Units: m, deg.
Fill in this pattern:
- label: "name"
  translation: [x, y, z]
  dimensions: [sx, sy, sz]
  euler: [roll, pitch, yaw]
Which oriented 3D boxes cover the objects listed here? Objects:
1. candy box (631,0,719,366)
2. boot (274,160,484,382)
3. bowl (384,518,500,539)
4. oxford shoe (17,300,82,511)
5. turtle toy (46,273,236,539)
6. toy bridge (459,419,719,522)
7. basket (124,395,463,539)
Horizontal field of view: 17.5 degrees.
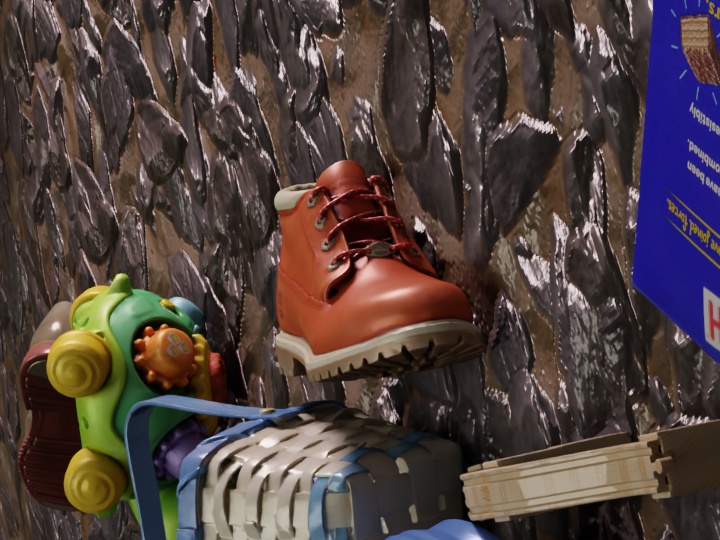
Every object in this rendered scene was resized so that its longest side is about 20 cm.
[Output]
- label: "candy box"
  translation: [0.155, -0.051, 0.692]
  dimensions: [0.169, 0.077, 0.200]
  euler: [-132, 38, -53]
- label: "boot"
  translation: [0.000, 0.000, 1.138]
  dimensions: [0.200, 0.075, 0.107]
  euler: [-175, 81, -70]
- label: "bowl"
  translation: [0.072, 0.195, 1.003]
  dimensions: [0.201, 0.039, 0.201]
  euler: [52, 161, 25]
- label: "oxford shoe"
  translation: [-0.224, 0.109, 1.814]
  dimensions: [0.200, 0.070, 0.075]
  euler: [100, 178, -46]
- label: "turtle toy"
  translation: [-0.131, 0.097, 1.480]
  dimensions: [0.146, 0.101, 0.200]
  euler: [-87, -10, -75]
- label: "toy bridge"
  translation: [0.081, 0.086, 0.964]
  dimensions: [0.200, 0.067, 0.027]
  euler: [156, 103, -70]
- label: "basket"
  translation: [-0.038, 0.154, 1.179]
  dimensions: [0.200, 0.139, 0.176]
  euler: [-1, 100, 38]
